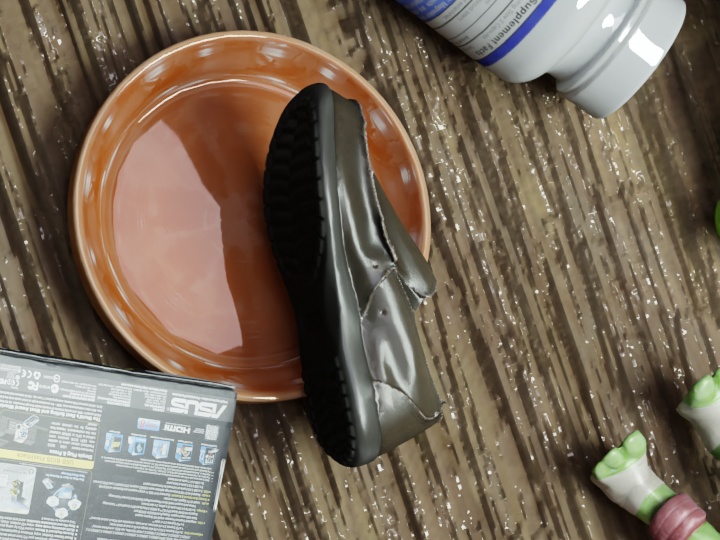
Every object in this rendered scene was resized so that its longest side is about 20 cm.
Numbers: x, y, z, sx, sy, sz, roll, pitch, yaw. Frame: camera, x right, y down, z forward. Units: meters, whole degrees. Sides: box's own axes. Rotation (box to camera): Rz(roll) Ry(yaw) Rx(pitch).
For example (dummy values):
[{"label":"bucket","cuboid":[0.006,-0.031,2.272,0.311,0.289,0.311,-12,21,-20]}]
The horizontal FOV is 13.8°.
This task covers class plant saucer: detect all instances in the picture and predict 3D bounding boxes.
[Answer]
[{"label":"plant saucer","cuboid":[-0.060,-0.028,1.585,0.200,0.032,0.201,4,79,-20]}]

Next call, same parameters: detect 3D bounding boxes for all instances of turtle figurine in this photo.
[{"label":"turtle figurine","cuboid":[0.220,0.150,1.585,0.194,0.144,0.200,51,24,13]}]

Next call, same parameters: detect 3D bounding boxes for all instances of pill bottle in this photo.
[{"label":"pill bottle","cuboid":[0.076,-0.174,1.617,0.200,0.112,0.112,35,71,-12]}]

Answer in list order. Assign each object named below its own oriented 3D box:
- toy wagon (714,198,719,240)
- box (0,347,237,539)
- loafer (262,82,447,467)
[{"label":"toy wagon","cuboid":[0.279,-0.087,1.662,0.155,0.040,0.200,-7,120,-22]},{"label":"box","cuboid":[-0.165,0.121,1.469,0.200,0.049,0.161,10,87,-36]},{"label":"loafer","cuboid":[0.000,0.000,1.554,0.071,0.073,0.200,-9,92,-27]}]
